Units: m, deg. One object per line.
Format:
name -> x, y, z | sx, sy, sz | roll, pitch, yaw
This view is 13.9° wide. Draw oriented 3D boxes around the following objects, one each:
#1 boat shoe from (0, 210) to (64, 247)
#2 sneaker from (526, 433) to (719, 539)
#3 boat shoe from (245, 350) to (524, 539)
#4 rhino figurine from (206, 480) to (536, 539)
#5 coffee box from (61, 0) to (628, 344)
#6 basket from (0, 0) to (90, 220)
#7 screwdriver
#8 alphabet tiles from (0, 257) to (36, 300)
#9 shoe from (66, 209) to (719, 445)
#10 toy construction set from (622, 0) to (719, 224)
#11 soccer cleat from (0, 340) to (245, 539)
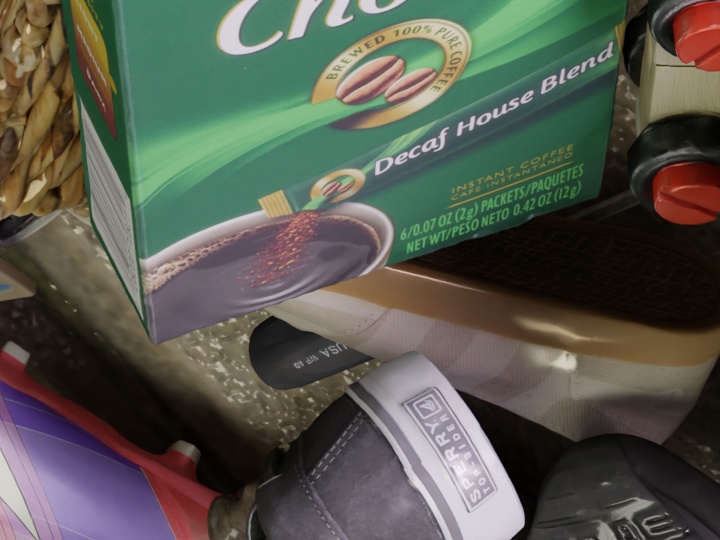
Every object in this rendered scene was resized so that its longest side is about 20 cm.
boat shoe -> -0.112, -0.042, 0.856 | 0.074, 0.060, 0.200 | 46, 138, -19
sneaker -> 0.110, 0.098, 0.833 | 0.076, 0.091, 0.200 | -8, 139, 32
boat shoe -> 0.000, 0.070, 0.768 | 0.070, 0.066, 0.200 | 57, 174, 5
rhino figurine -> 0.052, 0.115, 0.923 | 0.200, 0.060, 0.087 | 41, 142, -15
coffee box -> -0.002, -0.065, 0.628 | 0.200, 0.123, 0.044 | 93, 155, -58
basket -> -0.035, -0.129, 0.698 | 0.149, 0.143, 0.200 | 64, 146, 29
screwdriver -> 0.039, -0.008, 0.836 | 0.200, 0.028, 0.029 | -31, 84, 39
alphabet tiles -> -0.208, -0.012, 0.817 | 0.167, 0.008, 0.200 | -9, 160, 19
shoe -> 0.000, 0.000, 0.792 | 0.200, 0.070, 0.053 | 19, 128, 0
toy construction set -> 0.126, -0.057, 0.663 | 0.131, 0.092, 0.200 | 0, 135, 1
soccer cleat -> -0.120, 0.064, 0.948 | 0.200, 0.077, 0.067 | 29, 169, -3
